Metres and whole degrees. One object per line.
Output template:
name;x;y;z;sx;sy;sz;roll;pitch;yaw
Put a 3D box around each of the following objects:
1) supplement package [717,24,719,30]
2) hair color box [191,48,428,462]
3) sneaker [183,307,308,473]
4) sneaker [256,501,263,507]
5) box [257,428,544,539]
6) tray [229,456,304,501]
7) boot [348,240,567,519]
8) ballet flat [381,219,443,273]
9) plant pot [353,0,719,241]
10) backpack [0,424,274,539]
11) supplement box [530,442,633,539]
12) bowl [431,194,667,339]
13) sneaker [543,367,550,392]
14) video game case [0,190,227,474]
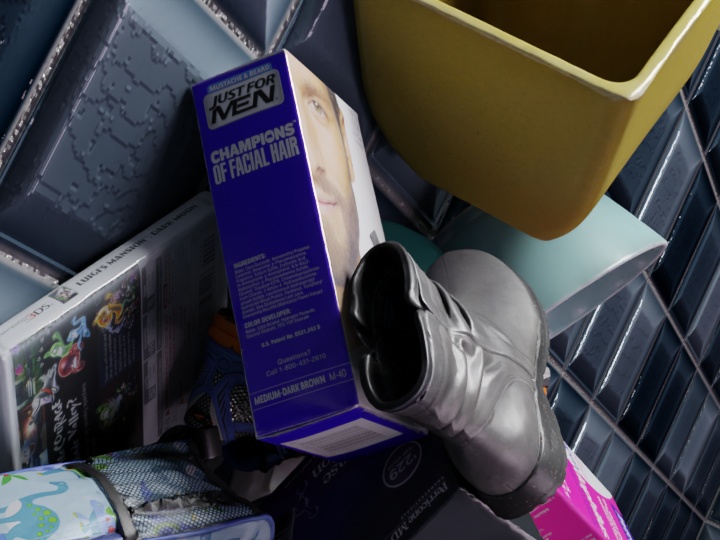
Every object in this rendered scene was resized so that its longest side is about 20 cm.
supplement package;0.246;-0.293;1.049;0.147;0.190;0.202;-12;122;-59
hair color box;-0.027;-0.005;0.775;0.109;0.064;0.202;32;41;-65
sneaker;-0.057;0.089;0.880;0.079;0.075;0.200;-58;151;-8
sneaker;-0.086;0.237;0.976;0.200;0.071;0.083;-31;140;-51
box;-0.002;0.172;0.831;0.079;0.141;0.200;36;103;-29
tray;-0.026;0.111;1.049;0.200;0.022;0.108;-9;120;-61
boot;0.045;0.024;0.757;0.070;0.201;0.132;-36;123;14
ballet flat;0.000;0.000;0.975;0.070;0.067;0.200;-46;158;13
plant pot;0.117;-0.137;0.942;0.196;0.193;0.201;-49;159;-33
backpack;-0.143;0.188;0.701;0.199;0.147;0.184;0;117;-43
supplement box;0.107;0.169;0.971;0.103;0.102;0.200;-33;132;11
bowl;0.127;-0.005;1.105;0.200;0.105;0.201;-31;168;-7
sneaker;0.106;0.138;1.061;0.200;0.077;0.113;99;-17;-75
video game case;-0.138;0.078;0.801;0.182;0.023;0.201;-40;144;-45
